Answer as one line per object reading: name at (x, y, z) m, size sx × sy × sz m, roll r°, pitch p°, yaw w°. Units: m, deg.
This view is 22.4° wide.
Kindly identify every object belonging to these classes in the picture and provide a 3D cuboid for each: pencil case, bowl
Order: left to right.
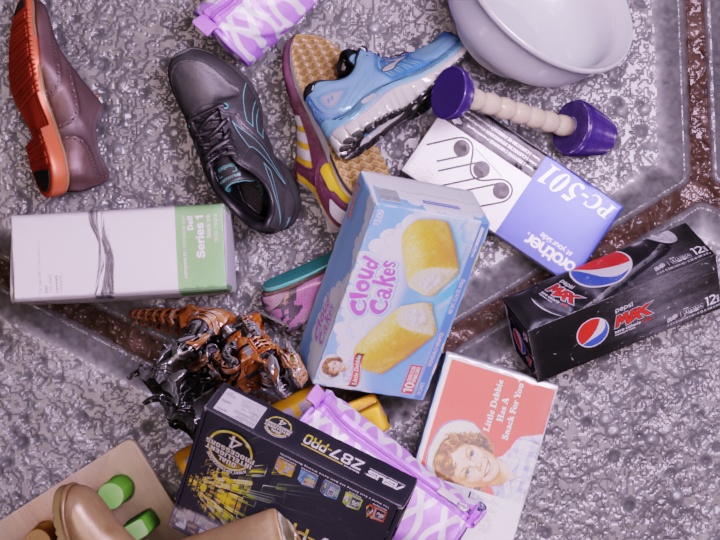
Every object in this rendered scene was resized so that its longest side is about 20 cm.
pencil case at (-0.072, -0.290, 1.748) m, size 0.084 × 0.085 × 0.200 m, roll 41°, pitch 90°, yaw 13°
pencil case at (0.019, 0.193, 1.680) m, size 0.200 × 0.086 × 0.084 m, roll 35°, pitch 55°, yaw 0°
bowl at (0.154, -0.246, 1.734) m, size 0.201 × 0.201 × 0.090 m, roll 45°, pitch 133°, yaw 0°

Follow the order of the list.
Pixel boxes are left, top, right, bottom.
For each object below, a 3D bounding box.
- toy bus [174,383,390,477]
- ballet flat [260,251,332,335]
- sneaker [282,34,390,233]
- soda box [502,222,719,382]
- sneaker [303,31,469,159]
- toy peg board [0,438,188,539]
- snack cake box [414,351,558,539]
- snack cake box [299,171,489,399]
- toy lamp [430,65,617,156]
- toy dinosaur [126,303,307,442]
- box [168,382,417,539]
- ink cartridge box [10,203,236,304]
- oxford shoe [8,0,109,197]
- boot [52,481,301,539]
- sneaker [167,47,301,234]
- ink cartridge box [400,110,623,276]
toy bus at (-0.073, 0.167, 1.758) m, size 0.200 × 0.065 × 0.078 m, roll -27°, pitch 88°, yaw 0°
ballet flat at (0.000, 0.000, 1.767) m, size 0.200 × 0.069 × 0.071 m, roll -30°, pitch 107°, yaw 3°
sneaker at (-0.041, -0.133, 1.760) m, size 0.075 × 0.090 × 0.200 m, roll -1°, pitch 61°, yaw -33°
soda box at (0.242, 0.030, 1.740) m, size 0.200 × 0.063 × 0.071 m, roll -22°, pitch 126°, yaw -9°
sneaker at (0.025, -0.188, 1.724) m, size 0.090 × 0.078 × 0.200 m, roll 47°, pitch 50°, yaw 10°
toy peg board at (-0.254, 0.299, 1.738) m, size 0.199 × 0.098 × 0.200 m, roll -32°, pitch 89°, yaw -1°
snack cake box at (0.108, 0.189, 1.758) m, size 0.115 × 0.067 × 0.200 m, roll 17°, pitch 89°, yaw 2°
snack cake box at (0.029, 0.016, 1.701) m, size 0.115 × 0.067 × 0.200 m, roll 9°, pitch 119°, yaw -20°
toy lamp at (0.162, -0.147, 1.728) m, size 0.200 × 0.058 × 0.058 m, roll 11°, pitch 89°, yaw -36°
toy dinosaur at (-0.142, 0.085, 1.729) m, size 0.136 × 0.200 × 0.102 m, roll -50°, pitch 122°, yaw -21°
box at (-0.064, 0.210, 1.651) m, size 0.200 × 0.049 × 0.161 m, roll 26°, pitch 130°, yaw 7°
ink cartridge box at (-0.222, -0.014, 1.719) m, size 0.200 × 0.146 × 0.084 m, roll -3°, pitch 88°, yaw -1°
oxford shoe at (-0.294, -0.171, 1.772) m, size 0.072 × 0.071 × 0.200 m, roll -9°, pitch 86°, yaw -29°
boot at (-0.158, 0.248, 1.640) m, size 0.200 × 0.066 × 0.175 m, roll -18°, pitch 105°, yaw 18°
sneaker at (-0.122, -0.123, 1.739) m, size 0.075 × 0.079 × 0.200 m, roll -30°, pitch 97°, yaw 20°
ink cartridge box at (0.147, -0.080, 1.774) m, size 0.200 × 0.044 × 0.094 m, roll 34°, pitch 91°, yaw 0°
